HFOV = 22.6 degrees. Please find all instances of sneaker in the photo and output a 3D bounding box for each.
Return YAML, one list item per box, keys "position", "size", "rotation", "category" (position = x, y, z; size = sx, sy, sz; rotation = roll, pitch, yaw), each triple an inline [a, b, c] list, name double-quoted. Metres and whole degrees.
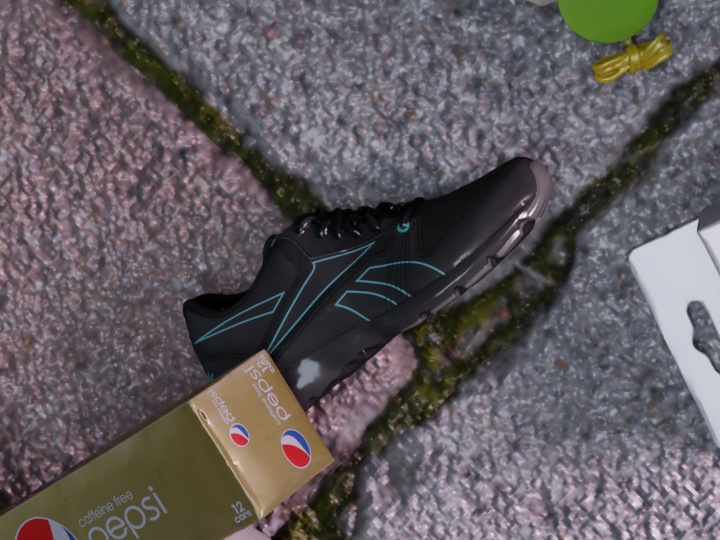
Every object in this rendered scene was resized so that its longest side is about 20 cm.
- position: [0.000, 0.000, 0.858]
  size: [0.200, 0.075, 0.079]
  rotation: [-36, 88, 15]
  category: "sneaker"

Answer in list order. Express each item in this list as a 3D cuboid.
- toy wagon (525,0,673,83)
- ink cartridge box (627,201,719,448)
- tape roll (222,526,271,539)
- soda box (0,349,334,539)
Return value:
- position: [0.088, -0.180, 0.813]
  size: [0.154, 0.040, 0.201]
  rotation: [-20, 115, 15]
  category: "toy wagon"
- position: [0.230, 0.004, 0.813]
  size: [0.199, 0.067, 0.116]
  rotation: [-26, 93, 15]
  category: "ink cartridge box"
- position: [-0.100, 0.212, 0.851]
  size: [0.037, 0.203, 0.203]
  rotation: [35, 104, 5]
  category: "tape roll"
- position: [-0.111, 0.114, 0.871]
  size: [0.200, 0.068, 0.064]
  rotation: [-33, 91, 36]
  category: "soda box"
